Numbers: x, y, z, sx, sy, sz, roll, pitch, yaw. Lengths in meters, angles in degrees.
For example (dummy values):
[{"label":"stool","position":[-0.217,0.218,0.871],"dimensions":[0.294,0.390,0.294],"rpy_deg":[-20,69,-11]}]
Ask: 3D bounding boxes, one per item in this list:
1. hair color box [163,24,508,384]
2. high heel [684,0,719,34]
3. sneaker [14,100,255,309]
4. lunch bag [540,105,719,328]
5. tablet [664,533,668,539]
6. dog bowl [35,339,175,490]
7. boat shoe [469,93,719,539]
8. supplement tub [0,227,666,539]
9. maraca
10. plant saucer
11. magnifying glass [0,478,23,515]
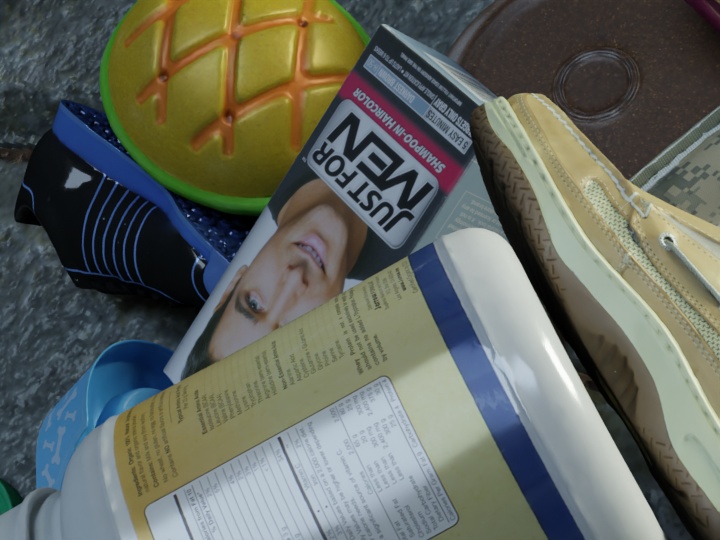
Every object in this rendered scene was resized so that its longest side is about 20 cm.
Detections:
[{"label":"hair color box","position":[0.000,0.000,0.846],"dimensions":[0.201,0.060,0.099],"rpy_deg":[-57,45,13]},{"label":"high heel","position":[0.193,-0.096,0.789],"dimensions":[0.200,0.096,0.068],"rpy_deg":[47,118,24]},{"label":"sneaker","position":[-0.111,-0.011,0.971],"dimensions":[0.200,0.070,0.078],"rpy_deg":[40,108,35]},{"label":"lunch bag","position":[0.189,0.002,0.711],"dimensions":[0.200,0.164,0.118],"rpy_deg":[-40,51,6]},{"label":"tablet","position":[0.050,0.108,0.831],"dimensions":[0.130,0.014,0.200],"rpy_deg":[-38,51,5]},{"label":"dog bowl","position":[-0.101,0.131,0.849],"dimensions":[0.049,0.111,0.201],"rpy_deg":[-30,50,29]},{"label":"boat shoe","position":[0.108,0.011,0.617],"dimensions":[0.076,0.072,0.201],"rpy_deg":[-30,63,0]},{"label":"supplement tub","position":[-0.010,0.091,0.607],"dimensions":[0.199,0.145,0.145],"rpy_deg":[-29,51,5]},{"label":"maraca","position":[-0.044,-0.085,0.947],"dimensions":[0.199,0.107,0.137],"rpy_deg":[32,75,15]},{"label":"plant saucer","position":[0.116,-0.080,0.872],"dimensions":[0.199,0.037,0.202],"rpy_deg":[-9,60,16]},{"label":"magnifying glass","position":[-0.175,0.166,0.927],"dimensions":[0.199,0.022,0.080],"rpy_deg":[30,80,41]}]
